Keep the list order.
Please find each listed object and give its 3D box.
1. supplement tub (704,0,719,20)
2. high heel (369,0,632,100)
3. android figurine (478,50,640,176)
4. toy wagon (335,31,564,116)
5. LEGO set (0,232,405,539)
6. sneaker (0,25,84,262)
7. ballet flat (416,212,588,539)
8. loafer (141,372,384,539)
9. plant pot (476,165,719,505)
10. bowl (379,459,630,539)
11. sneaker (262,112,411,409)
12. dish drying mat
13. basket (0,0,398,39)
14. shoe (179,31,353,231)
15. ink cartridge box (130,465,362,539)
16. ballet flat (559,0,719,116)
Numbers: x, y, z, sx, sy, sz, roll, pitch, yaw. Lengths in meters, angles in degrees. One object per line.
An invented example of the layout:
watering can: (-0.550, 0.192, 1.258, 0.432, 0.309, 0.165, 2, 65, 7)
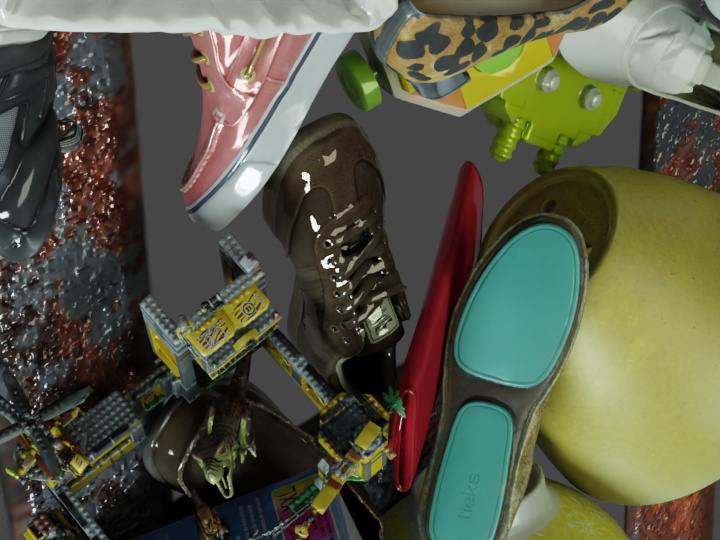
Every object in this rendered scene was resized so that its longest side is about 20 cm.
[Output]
supplement tub: (0.250, -0.219, 1.212, 0.140, 0.140, 0.202, -5, 83, -46)
high heel: (0.093, -0.157, 1.046, 0.200, 0.072, 0.143, -40, 170, 4)
android figurine: (0.129, -0.153, 1.260, 0.182, 0.041, 0.201, 17, 98, -51)
toy wagon: (0.043, -0.177, 1.121, 0.155, 0.040, 0.201, -31, 128, -14)
LEGO set: (-0.081, 0.080, 1.071, 0.199, 0.154, 0.116, -31, 162, -11)
sneaker: (-0.198, -0.035, 0.942, 0.200, 0.075, 0.114, -43, 136, -25)
ballet flat: (0.076, 0.063, 1.196, 0.070, 0.070, 0.201, 7, 101, -49)
loafer: (-0.043, 0.116, 1.209, 0.200, 0.071, 0.073, 33, 87, -51)
plant pot: (0.149, 0.017, 1.282, 0.142, 0.200, 0.201, 39, 83, -37)
bowl: (0.076, 0.172, 1.288, 0.199, 0.199, 0.108, -25, 118, -36)
sneaker: (0.000, 0.000, 1.148, 0.070, 0.076, 0.201, -33, 148, -18)
dish drying mat: (0.042, 0.027, 1.206, 0.201, 0.018, 0.077, -70, 167, -48)
basket: (-0.087, -0.211, 0.875, 0.197, 0.161, 0.201, -4, 115, -38)
shoe: (-0.060, -0.116, 1.059, 0.091, 0.072, 0.201, 26, 120, -14)
ink cartridge box: (-0.083, 0.204, 1.174, 0.199, 0.077, 0.137, -20, 135, 3)
ballet flat: (0.189, -0.124, 1.256, 0.199, 0.069, 0.070, 13, 103, -52)
